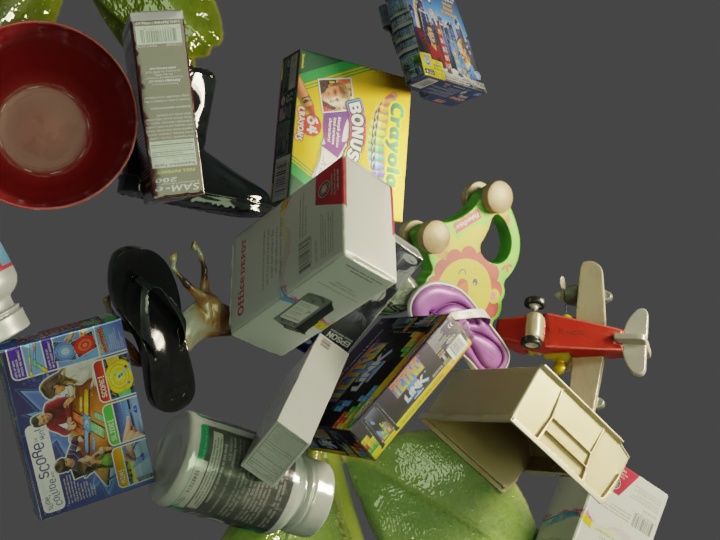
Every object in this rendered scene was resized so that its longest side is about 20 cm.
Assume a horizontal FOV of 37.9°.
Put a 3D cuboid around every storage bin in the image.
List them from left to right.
[{"bbox_3d":[0.220,0.221,1.406,0.199,0.200,0.094,44,64,-20],"label":"storage bin"}]

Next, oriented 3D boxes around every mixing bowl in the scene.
[{"bbox_3d":[-0.349,-0.161,1.150,0.200,0.108,0.200,1,88,-16],"label":"mixing bowl"}]

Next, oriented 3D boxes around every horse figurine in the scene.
[{"bbox_3d":[-0.219,0.055,1.252,0.200,0.050,0.133,-35,98,-29],"label":"horse figurine"}]

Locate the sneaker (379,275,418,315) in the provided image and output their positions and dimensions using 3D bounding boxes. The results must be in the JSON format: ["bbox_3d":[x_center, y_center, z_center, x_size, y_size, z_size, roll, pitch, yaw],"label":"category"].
[{"bbox_3d":[0.000,0.000,1.365,0.200,0.085,0.078,28,72,-26],"label":"sneaker"}]

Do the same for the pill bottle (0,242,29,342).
[{"bbox_3d":[-0.431,-0.013,1.099,0.109,0.109,0.200,-31,101,-29],"label":"pill bottle"}]

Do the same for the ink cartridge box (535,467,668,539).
[{"bbox_3d":[0.343,0.383,1.529,0.148,0.086,0.200,36,70,-23],"label":"ink cartridge box"}]

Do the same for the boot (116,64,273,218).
[{"bbox_3d":[-0.190,-0.158,1.272,0.200,0.076,0.168,11,84,-23],"label":"boot"}]

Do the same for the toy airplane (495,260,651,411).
[{"bbox_3d":[0.318,0.107,1.510,0.200,0.141,0.199,-34,70,-15],"label":"toy airplane"}]

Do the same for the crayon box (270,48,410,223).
[{"bbox_3d":[-0.023,-0.171,1.382,0.172,0.058,0.200,9,81,-29],"label":"crayon box"}]

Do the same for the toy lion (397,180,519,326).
[{"bbox_3d":[0.149,-0.004,1.471,0.200,0.069,0.192,-32,109,-27],"label":"toy lion"}]

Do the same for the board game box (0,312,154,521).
[{"bbox_3d":[-0.314,0.160,1.162,0.135,0.034,0.200,-15,106,-26],"label":"board game box"}]

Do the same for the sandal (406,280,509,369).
[{"bbox_3d":[0.145,0.080,1.422,0.203,0.050,0.083,37,80,-33],"label":"sandal"}]

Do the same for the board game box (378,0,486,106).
[{"bbox_3d":[0.084,-0.336,1.423,0.200,0.062,0.200,-2,77,-61],"label":"board game box"}]

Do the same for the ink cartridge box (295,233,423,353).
[{"bbox_3d":[-0.022,0.031,1.315,0.099,0.039,0.200,31,106,-25],"label":"ink cartridge box"}]

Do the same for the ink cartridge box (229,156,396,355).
[{"bbox_3d":[-0.057,-0.014,1.212,0.086,0.200,0.148,27,44,-33],"label":"ink cartridge box"}]

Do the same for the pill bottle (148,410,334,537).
[{"bbox_3d":[-0.138,0.246,1.244,0.200,0.113,0.113,23,74,-26],"label":"pill bottle"}]

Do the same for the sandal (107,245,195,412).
[{"bbox_3d":[-0.225,0.064,1.187,0.076,0.043,0.200,-27,108,-34],"label":"sandal"}]

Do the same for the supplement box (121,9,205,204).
[{"bbox_3d":[-0.220,-0.177,1.166,0.061,0.109,0.200,-7,93,-17],"label":"supplement box"}]

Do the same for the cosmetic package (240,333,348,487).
[{"bbox_3d":[-0.073,0.161,1.240,0.051,0.083,0.200,37,28,-6],"label":"cosmetic package"}]

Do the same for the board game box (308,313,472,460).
[{"bbox_3d":[0.023,0.142,1.317,0.200,0.165,0.057,-47,109,-25],"label":"board game box"}]
